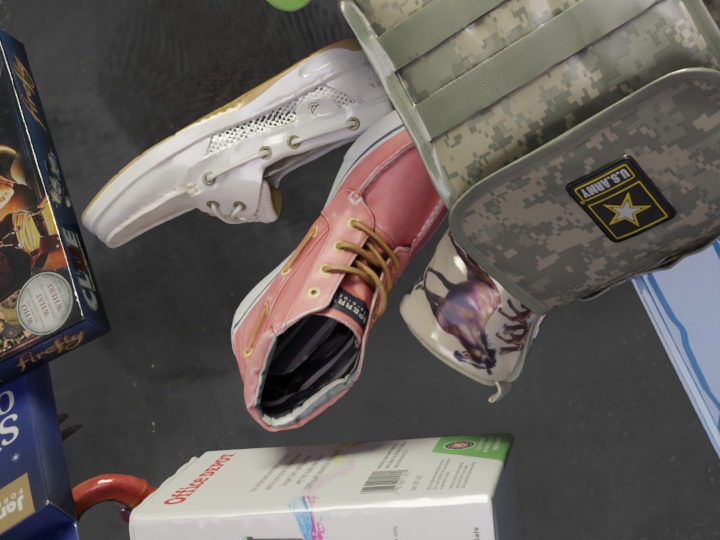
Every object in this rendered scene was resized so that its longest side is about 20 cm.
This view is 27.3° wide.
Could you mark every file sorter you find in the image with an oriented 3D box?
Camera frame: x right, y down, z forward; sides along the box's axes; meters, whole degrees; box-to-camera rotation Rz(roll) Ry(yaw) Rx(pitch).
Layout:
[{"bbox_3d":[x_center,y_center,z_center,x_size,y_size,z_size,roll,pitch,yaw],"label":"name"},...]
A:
[{"bbox_3d":[0.255,0.007,0.789,0.198,0.123,0.140,-27,89,11],"label":"file sorter"}]

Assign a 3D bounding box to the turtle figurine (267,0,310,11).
[{"bbox_3d":[-0.014,-0.223,0.772,0.199,0.194,0.145,-24,104,31],"label":"turtle figurine"}]

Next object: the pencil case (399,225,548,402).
[{"bbox_3d":[0.103,-0.029,0.837,0.089,0.078,0.201,37,100,29],"label":"pencil case"}]

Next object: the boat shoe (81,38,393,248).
[{"bbox_3d":[-0.071,-0.058,0.872,0.199,0.071,0.070,-30,88,9],"label":"boat shoe"}]

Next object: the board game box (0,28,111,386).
[{"bbox_3d":[-0.240,-0.028,0.890,0.134,0.035,0.202,-26,69,12],"label":"board game box"}]

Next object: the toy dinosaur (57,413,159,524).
[{"bbox_3d":[-0.194,0.188,0.878,0.105,0.201,0.181,40,132,-10],"label":"toy dinosaur"}]

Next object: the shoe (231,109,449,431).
[{"bbox_3d":[0.000,0.000,0.839,0.071,0.091,0.200,34,106,-23],"label":"shoe"}]

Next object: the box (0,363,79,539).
[{"bbox_3d":[-0.230,0.119,0.872,0.120,0.032,0.201,-32,48,11],"label":"box"}]

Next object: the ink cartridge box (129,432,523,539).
[{"bbox_3d":[-0.012,0.152,0.836,0.197,0.145,0.085,-5,96,11],"label":"ink cartridge box"}]

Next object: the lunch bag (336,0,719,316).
[{"bbox_3d":[0.109,-0.090,0.718,0.163,0.117,0.202,-28,90,31],"label":"lunch bag"}]
